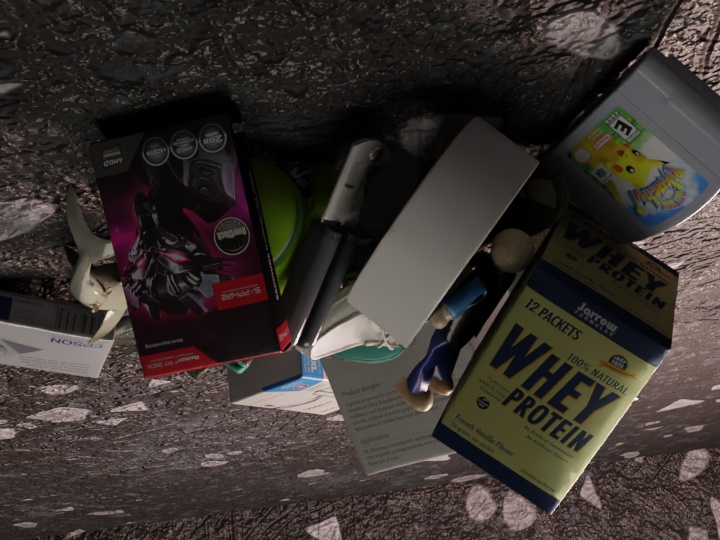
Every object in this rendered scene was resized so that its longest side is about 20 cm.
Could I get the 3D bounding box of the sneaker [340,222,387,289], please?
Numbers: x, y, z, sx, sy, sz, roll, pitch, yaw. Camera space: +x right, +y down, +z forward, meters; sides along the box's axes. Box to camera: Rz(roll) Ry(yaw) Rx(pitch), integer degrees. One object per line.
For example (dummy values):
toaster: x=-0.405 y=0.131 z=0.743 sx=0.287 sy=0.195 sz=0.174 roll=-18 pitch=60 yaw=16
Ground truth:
sneaker: x=0.000 y=0.000 z=1.137 sx=0.197 sy=0.089 sz=0.079 roll=-26 pitch=130 yaw=-8

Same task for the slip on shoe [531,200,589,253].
slip on shoe: x=0.233 y=-0.083 z=1.096 sx=0.061 sy=0.074 sz=0.200 roll=-50 pitch=178 yaw=-40

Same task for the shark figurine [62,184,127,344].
shark figurine: x=-0.267 y=-0.005 z=1.074 sx=0.128 sy=0.090 sz=0.215 roll=-44 pitch=167 yaw=-1

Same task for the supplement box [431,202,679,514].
supplement box: x=0.190 y=0.076 z=1.032 sx=0.202 sy=0.133 sz=0.200 roll=-61 pitch=174 yaw=26

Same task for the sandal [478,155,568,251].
sandal: x=0.147 y=-0.064 z=1.076 sx=0.056 sy=0.081 sz=0.200 roll=-3 pitch=173 yaw=-23

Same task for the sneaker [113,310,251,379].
sneaker: x=-0.215 y=0.087 z=1.316 sx=0.196 sy=0.093 sz=0.078 roll=-1 pitch=159 yaw=-21

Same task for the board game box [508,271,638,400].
board game box: x=0.240 y=0.055 z=1.260 sx=0.064 sy=0.204 sz=0.146 roll=-24 pitch=156 yaw=38

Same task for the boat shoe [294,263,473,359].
boat shoe: x=0.031 y=0.042 z=1.055 sx=0.198 sy=0.070 sz=0.071 roll=-27 pitch=155 yaw=-16

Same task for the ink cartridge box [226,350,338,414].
ink cartridge box: x=-0.071 y=0.142 z=1.542 sx=0.145 sy=0.086 sz=0.198 roll=-23 pitch=155 yaw=35

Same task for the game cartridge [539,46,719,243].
game cartridge: x=0.252 y=-0.100 z=0.967 sx=0.132 sy=0.041 sz=0.200 roll=36 pitch=151 yaw=-2

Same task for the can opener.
can opener: x=-0.019 y=-0.020 z=0.936 sx=0.052 sy=0.066 sz=0.202 roll=9 pitch=112 yaw=-50

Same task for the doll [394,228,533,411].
doll: x=0.103 y=0.039 z=1.018 sx=0.136 sy=0.048 sz=0.202 roll=-28 pitch=152 yaw=-50

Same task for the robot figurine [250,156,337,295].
robot figurine: x=-0.091 y=-0.028 z=1.000 sx=0.173 sy=0.117 sz=0.200 roll=-25 pitch=151 yaw=11

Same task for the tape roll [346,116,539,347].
tape roll: x=0.072 y=-0.034 z=0.953 sx=0.070 sy=0.203 sz=0.203 roll=35 pitch=158 yaw=5

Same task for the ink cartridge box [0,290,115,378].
ink cartridge box: x=-0.390 y=0.080 z=1.243 sx=0.196 sy=0.041 sz=0.200 roll=11 pitch=155 yaw=-17

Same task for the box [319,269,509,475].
box: x=0.092 y=0.114 z=1.310 sx=0.197 sy=0.174 sz=0.200 roll=-19 pitch=-174 yaw=29

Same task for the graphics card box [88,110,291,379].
graphics card box: x=-0.138 y=-0.020 z=0.894 sx=0.123 sy=0.204 sz=0.051 roll=-10 pitch=-173 yaw=10

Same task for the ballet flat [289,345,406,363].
ballet flat: x=-0.047 y=0.060 z=1.178 sx=0.196 sy=0.071 sz=0.071 roll=3 pitch=-171 yaw=-6
